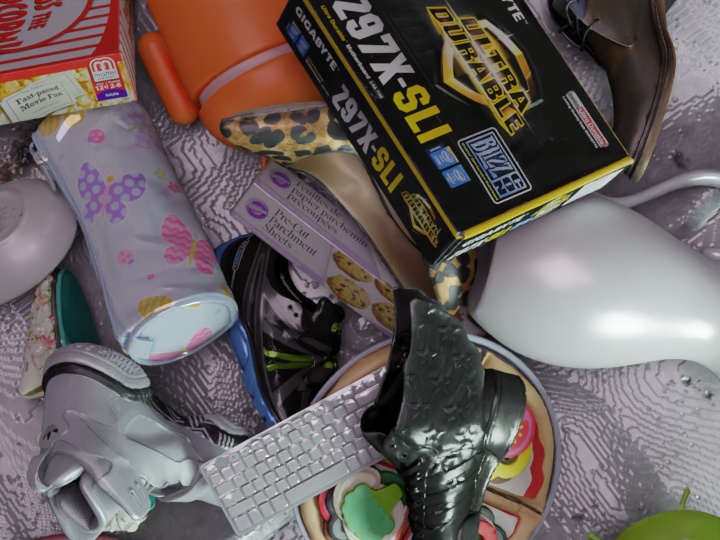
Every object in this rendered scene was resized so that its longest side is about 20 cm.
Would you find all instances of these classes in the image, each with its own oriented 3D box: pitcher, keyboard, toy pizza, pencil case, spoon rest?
[{"bbox_3d":[0.185,-0.008,1.077,0.200,0.121,0.172,13,63,-6],"label":"pitcher"},{"bbox_3d":[-0.008,0.109,1.027,0.200,0.011,0.056,-28,93,-1],"label":"keyboard"},{"bbox_3d":[0.050,0.141,1.063,0.200,0.032,0.200,-3,102,-14],"label":"toy pizza"},{"bbox_3d":[-0.161,-0.032,1.073,0.083,0.091,0.200,-49,60,39],"label":"pencil case"},{"bbox_3d":[-0.295,0.002,1.116,0.200,0.061,0.099,-31,52,-3],"label":"spoon rest"}]

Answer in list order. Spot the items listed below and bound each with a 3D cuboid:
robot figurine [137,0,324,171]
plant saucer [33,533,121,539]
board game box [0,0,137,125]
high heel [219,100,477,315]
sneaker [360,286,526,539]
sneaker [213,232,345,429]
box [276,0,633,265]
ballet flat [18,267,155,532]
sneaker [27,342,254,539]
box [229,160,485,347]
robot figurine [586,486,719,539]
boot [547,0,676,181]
[{"bbox_3d":[-0.084,-0.171,1.097,0.144,0.117,0.200,-24,83,-11],"label":"robot figurine"},{"bbox_3d":[-0.205,0.289,1.081,0.200,0.051,0.201,0,89,3],"label":"plant saucer"},{"bbox_3d":[-0.264,-0.166,1.099,0.200,0.046,0.152,-11,45,1],"label":"board game box"},{"bbox_3d":[-0.004,-0.037,1.024,0.200,0.071,0.143,5,81,-32],"label":"high heel"},{"bbox_3d":[0.040,0.117,1.001,0.104,0.060,0.200,17,101,-21],"label":"sneaker"},{"bbox_3d":[-0.043,0.062,1.093,0.083,0.071,0.200,-25,81,6],"label":"sneaker"},{"bbox_3d":[0.062,-0.119,1.001,0.160,0.049,0.200,-24,76,-31],"label":"box"},{"bbox_3d":[-0.210,0.098,1.099,0.064,0.076,0.200,-22,81,10],"label":"ballet flat"},{"bbox_3d":[-0.143,0.143,1.039,0.200,0.075,0.115,38,42,-29],"label":"sneaker"},{"bbox_3d":[0.000,0.000,1.088,0.200,0.039,0.041,38,128,-6],"label":"box"},{"bbox_3d":[0.235,0.253,1.038,0.175,0.116,0.200,-28,83,7],"label":"robot figurine"},{"bbox_3d":[0.174,-0.161,1.094,0.097,0.075,0.200,11,68,-2],"label":"boot"}]
